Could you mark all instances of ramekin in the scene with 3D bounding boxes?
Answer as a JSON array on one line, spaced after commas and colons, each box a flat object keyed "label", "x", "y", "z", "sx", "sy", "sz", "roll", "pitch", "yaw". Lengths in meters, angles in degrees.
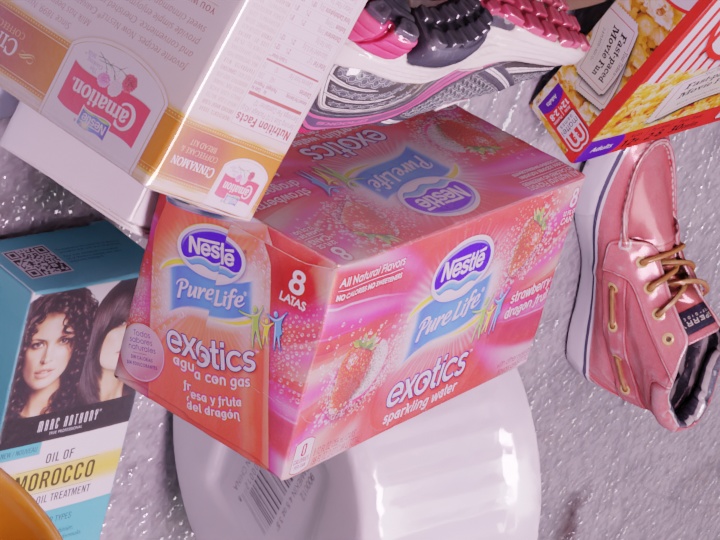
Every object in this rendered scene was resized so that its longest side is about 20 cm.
[{"label": "ramekin", "x": -0.010, "y": 0.093, "z": 1.138, "sx": 0.097, "sy": 0.200, "sz": 0.202, "roll": -11, "pitch": 127, "yaw": -35}]

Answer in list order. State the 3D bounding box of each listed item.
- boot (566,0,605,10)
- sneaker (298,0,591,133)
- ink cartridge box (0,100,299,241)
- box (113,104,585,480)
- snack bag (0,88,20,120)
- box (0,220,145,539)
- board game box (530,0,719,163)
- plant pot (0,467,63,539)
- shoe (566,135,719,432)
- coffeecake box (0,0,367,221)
[{"label": "boot", "x": 0.047, "y": -0.155, "z": 1.123, "sx": 0.199, "sy": 0.073, "sz": 0.076, "roll": -22, "pitch": 115, "yaw": -44}, {"label": "sneaker", "x": 0.028, "y": -0.104, "z": 0.970, "sx": 0.075, "sy": 0.081, "sz": 0.200, "roll": -42, "pitch": 164, "yaw": 30}, {"label": "ink cartridge box", "x": -0.049, "y": -0.111, "z": 0.989, "sx": 0.201, "sy": 0.083, "sz": 0.147, "roll": -63, "pitch": 154, "yaw": 4}, {"label": "box", "x": 0.000, "y": 0.000, "z": 0.984, "sx": 0.200, "sy": 0.094, "sz": 0.103, "roll": -20, "pitch": 132, "yaw": -54}, {"label": "snack bag", "x": -0.160, "y": -0.131, "z": 0.919, "sx": 0.199, "sy": 0.021, "sz": 0.190, "roll": -30, "pitch": 139, "yaw": -36}, {"label": "box", "x": -0.155, "y": 0.080, "z": 1.076, "sx": 0.082, "sy": 0.049, "sz": 0.201, "roll": -11, "pitch": 127, "yaw": -45}, {"label": "board game box", "x": 0.202, "y": -0.149, "z": 1.247, "sx": 0.151, "sy": 0.046, "sz": 0.200, "roll": -18, "pitch": 156, "yaw": -41}, {"label": "plant pot", "x": -0.237, "y": 0.188, "z": 0.967, "sx": 0.199, "sy": 0.200, "sz": 0.184, "roll": -13, "pitch": 144, "yaw": -43}, {"label": "shoe", "x": 0.179, "y": 0.002, "z": 1.371, "sx": 0.071, "sy": 0.091, "sz": 0.201, "roll": -28, "pitch": 137, "yaw": -33}, {"label": "coffeecake box", "x": -0.065, "y": -0.145, "z": 0.870, "sx": 0.073, "sy": 0.153, "sz": 0.201, "roll": 18, "pitch": 103, "yaw": -57}]
